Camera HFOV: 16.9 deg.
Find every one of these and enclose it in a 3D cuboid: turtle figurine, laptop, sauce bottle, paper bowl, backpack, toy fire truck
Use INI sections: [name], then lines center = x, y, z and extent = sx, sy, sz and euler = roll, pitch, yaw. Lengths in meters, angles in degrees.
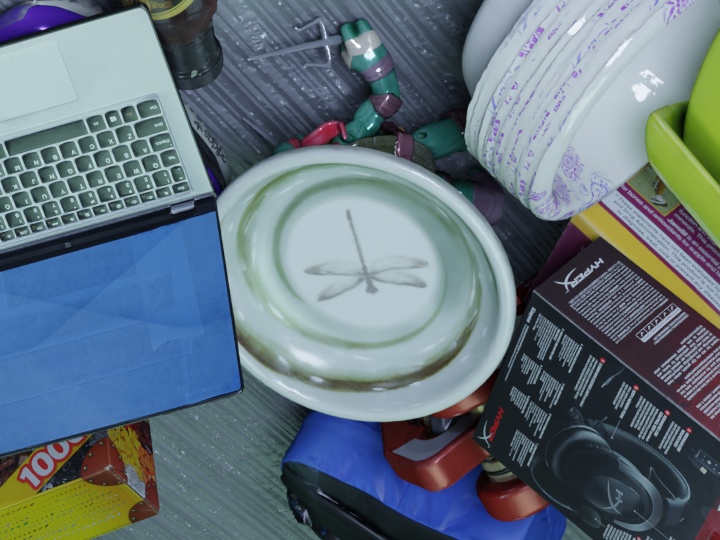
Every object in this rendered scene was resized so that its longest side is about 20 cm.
[turtle figurine]
center = 0.007, -0.076, 1.533
extent = 0.199, 0.101, 0.150
euler = 3, 143, -28
[laptop]
center = -0.181, -0.019, 1.377
extent = 0.186, 0.116, 0.201
euler = -15, 117, 8
[sauce bottle]
center = -0.112, -0.179, 1.380
extent = 0.066, 0.066, 0.200
euler = -11, 143, 2
[paper bowl]
center = 0.139, -0.135, 1.427
extent = 0.201, 0.104, 0.201
euler = -42, 161, -18
[backpack]
center = 0.052, 0.151, 1.801
extent = 0.199, 0.168, 0.163
euler = 20, 152, 17
[toy fire truck]
center = 0.096, 0.076, 1.659
extent = 0.200, 0.168, 0.112
euler = -38, 109, -16

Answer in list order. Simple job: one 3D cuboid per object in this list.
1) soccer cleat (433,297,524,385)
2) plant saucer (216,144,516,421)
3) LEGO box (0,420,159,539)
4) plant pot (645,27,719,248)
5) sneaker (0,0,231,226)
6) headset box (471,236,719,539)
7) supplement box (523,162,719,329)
[soccer cleat]
center = 0.052, 0.017, 1.594
extent = 0.078, 0.200, 0.069
euler = -40, 114, 3
[plant saucer]
center = 0.000, 0.000, 1.482
extent = 0.199, 0.050, 0.201
euler = 7, 126, 10
[LEGO box]
center = -0.248, 0.123, 1.696
extent = 0.199, 0.149, 0.077
euler = -21, 143, 15
[plant pot]
center = 0.295, -0.080, 1.430
extent = 0.182, 0.199, 0.200
euler = -48, 164, 28
[sneaker]
center = -0.147, -0.076, 1.462
extent = 0.069, 0.100, 0.200
euler = -24, 129, 27
[headset box]
center = 0.180, 0.102, 1.468
extent = 0.077, 0.200, 0.149
euler = -38, 157, -38
[supplement box]
center = 0.223, -0.012, 1.563
extent = 0.200, 0.131, 0.103
euler = -34, 161, -36
